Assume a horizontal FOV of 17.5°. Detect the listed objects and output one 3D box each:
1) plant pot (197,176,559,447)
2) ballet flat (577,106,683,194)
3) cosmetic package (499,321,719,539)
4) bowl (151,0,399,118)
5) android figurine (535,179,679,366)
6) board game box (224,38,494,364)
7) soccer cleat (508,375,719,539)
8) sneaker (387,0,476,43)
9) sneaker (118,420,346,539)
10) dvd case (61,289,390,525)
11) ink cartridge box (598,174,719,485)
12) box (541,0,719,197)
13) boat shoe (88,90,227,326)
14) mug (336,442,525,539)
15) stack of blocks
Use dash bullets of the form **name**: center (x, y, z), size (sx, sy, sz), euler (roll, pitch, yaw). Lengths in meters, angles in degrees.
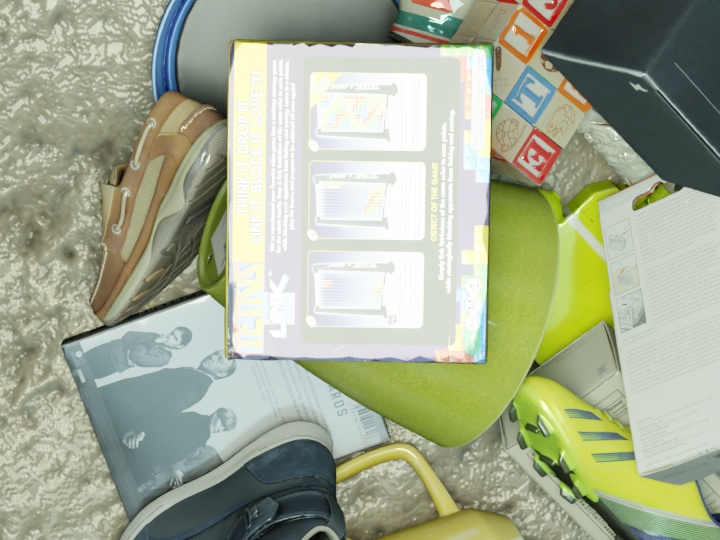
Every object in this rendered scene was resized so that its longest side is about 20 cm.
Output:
- **plant pot**: center (0.000, 0.000, 1.567), size (0.199, 0.187, 0.188), euler (20, 101, -22)
- **ballet flat**: center (0.218, -0.080, 1.619), size (0.199, 0.072, 0.072), euler (7, 104, -33)
- **cosmetic package**: center (0.198, 0.144, 1.665), size (0.103, 0.073, 0.200), euler (-36, 115, 17)
- **bowl**: center (-0.045, -0.140, 1.629), size (0.200, 0.039, 0.201), euler (-1, 103, -4)
- **android figurine**: center (0.169, 0.020, 1.681), size (0.200, 0.041, 0.182), euler (-41, 102, 7)
- **board game box**: center (-0.001, -0.043, 1.459), size (0.165, 0.057, 0.201), euler (2, 96, 1)
- **soccer cleat**: center (0.178, 0.132, 1.592), size (0.084, 0.065, 0.200), euler (-47, 111, -11)
- **sneaker**: center (0.119, -0.183, 1.599), size (0.199, 0.070, 0.094), euler (6, 101, -22)
- **sneaker**: center (-0.094, 0.210, 1.634), size (0.202, 0.146, 0.077), euler (-39, 125, 16)
- **dvd case**: center (-0.096, 0.086, 1.684), size (0.199, 0.025, 0.151), euler (-20, 103, 0)
- **ink cartridge box**: center (0.225, 0.031, 1.560), size (0.050, 0.109, 0.201), euler (17, 59, -44)
- **box**: center (0.240, -0.167, 1.498), size (0.148, 0.107, 0.200), euler (42, 77, -35)
- **boat shoe**: center (-0.143, -0.044, 1.609), size (0.072, 0.076, 0.200), euler (42, 126, 12)
- **mug**: center (0.049, 0.230, 1.670), size (0.153, 0.149, 0.187), euler (-25, 110, -6)
- **stack of blocks**: center (0.117, -0.171, 1.528), size (0.115, 0.059, 0.200), euler (35, 84, -27)
